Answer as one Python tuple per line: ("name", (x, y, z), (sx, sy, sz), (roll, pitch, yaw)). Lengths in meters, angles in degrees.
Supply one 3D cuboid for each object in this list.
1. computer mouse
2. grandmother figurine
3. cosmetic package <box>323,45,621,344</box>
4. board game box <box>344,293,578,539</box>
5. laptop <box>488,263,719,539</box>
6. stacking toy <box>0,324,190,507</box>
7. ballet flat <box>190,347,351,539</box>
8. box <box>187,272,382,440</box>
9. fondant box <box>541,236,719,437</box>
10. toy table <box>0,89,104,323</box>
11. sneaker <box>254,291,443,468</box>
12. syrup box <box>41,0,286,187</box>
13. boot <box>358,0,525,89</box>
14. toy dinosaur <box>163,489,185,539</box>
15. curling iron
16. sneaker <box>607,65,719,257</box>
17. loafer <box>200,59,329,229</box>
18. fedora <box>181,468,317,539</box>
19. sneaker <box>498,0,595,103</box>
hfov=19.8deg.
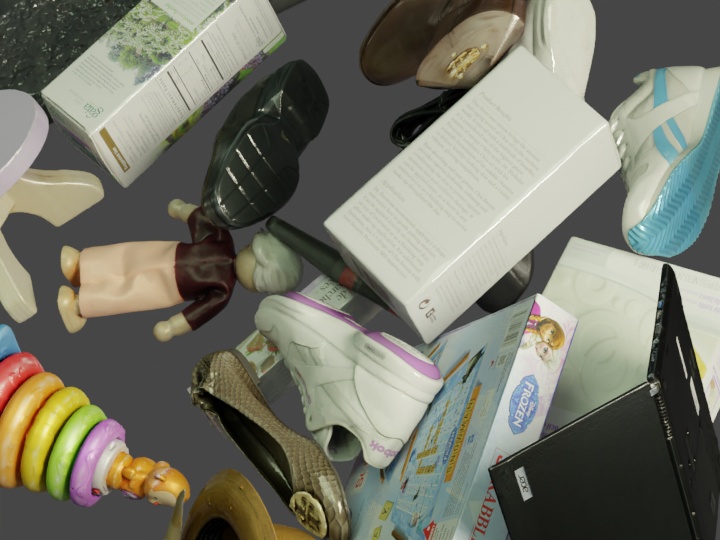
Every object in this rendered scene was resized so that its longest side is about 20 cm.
("computer mouse", (0.065, -0.055, 1.604), (0.140, 0.046, 0.202), (-28, 61, 45))
("grandmother figurine", (-0.142, 0.000, 1.666), (0.198, 0.061, 0.123), (-4, 77, 13))
("cosmetic package", (0.083, -0.056, 1.508), (0.200, 0.071, 0.101), (-42, 60, -6))
("board game box", (0.055, 0.132, 1.443), (0.199, 0.041, 0.201), (-26, 37, 58))
("laptop", (0.168, 0.129, 1.360), (0.102, 0.178, 0.201), (-7, 33, 19))
("stacking toy", (-0.219, 0.138, 1.586), (0.198, 0.116, 0.110), (22, 64, 15))
("ballet flat", (-0.069, 0.129, 1.497), (0.046, 0.068, 0.200), (-15, 46, -29))
("box", (-0.044, 0.049, 1.606), (0.200, 0.042, 0.039), (-41, 54, -8))
("fondant box", (0.181, 0.087, 1.491), (0.143, 0.058, 0.201), (16, 66, 28))
("toy table", (-0.321, -0.052, 1.706), (0.198, 0.117, 0.185), (-22, 45, 17))
("sneaker", (-0.026, 0.078, 1.499), (0.199, 0.074, 0.100), (27, 94, 52))
("syrup box", (-0.168, -0.175, 1.770), (0.200, 0.082, 0.079), (-45, 53, -11))
("boot", (0.059, -0.173, 1.622), (0.186, 0.064, 0.200), (-37, 17, 24))
("toy dinosaur", (-0.156, 0.245, 1.488), (0.101, 0.058, 0.202), (18, 94, 45))
("curling iron", (0.000, 0.000, 1.584), (0.199, 0.026, 0.049), (24, 47, 37))
("sneaker", (0.225, -0.081, 1.565), (0.080, 0.077, 0.201), (3, 40, 23))
("loafer", (-0.089, -0.093, 1.682), (0.072, 0.073, 0.200), (-20, 24, 33))
("fedora", (-0.066, 0.237, 1.442), (0.081, 0.201, 0.202), (3, 49, -26))
("sneaker", (0.134, -0.124, 1.647), (0.088, 0.075, 0.202), (-10, 63, 52))
